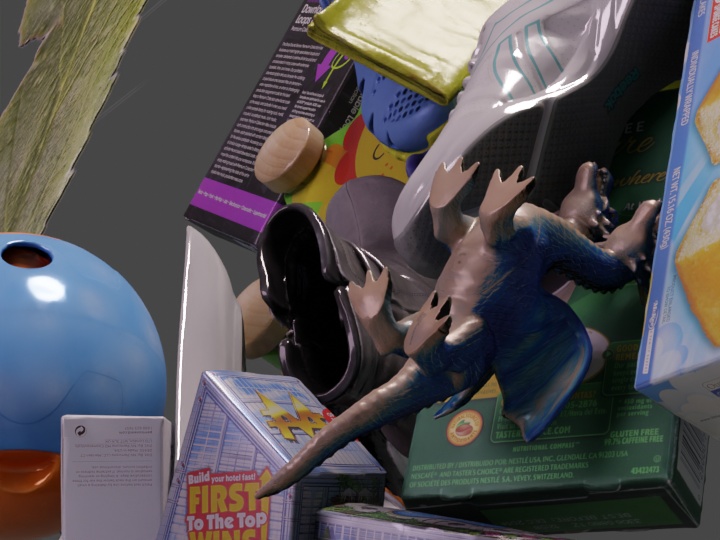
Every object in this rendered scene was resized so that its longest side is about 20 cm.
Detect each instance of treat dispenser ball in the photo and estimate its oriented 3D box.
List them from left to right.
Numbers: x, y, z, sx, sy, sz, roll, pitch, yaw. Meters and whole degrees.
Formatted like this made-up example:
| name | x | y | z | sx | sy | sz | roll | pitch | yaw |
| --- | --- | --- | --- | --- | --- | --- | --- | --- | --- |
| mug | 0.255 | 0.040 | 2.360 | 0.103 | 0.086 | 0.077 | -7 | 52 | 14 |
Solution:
| name | x | y | z | sx | sy | sz | roll | pitch | yaw |
| --- | --- | --- | --- | --- | --- | --- | --- | --- | --- |
| treat dispenser ball | -0.227 | 0.075 | 1.117 | 0.201 | 0.200 | 0.201 | -42 | 30 | 32 |

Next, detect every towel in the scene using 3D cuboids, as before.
| name | x | y | z | sx | sy | sz | roll | pitch | yaw |
| --- | --- | --- | --- | --- | --- | --- | --- | --- | --- |
| towel | 0.053 | -0.160 | 0.921 | 0.200 | 0.086 | 0.018 | -51 | -17 | -44 |

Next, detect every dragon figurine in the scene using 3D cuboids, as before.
| name | x | y | z | sx | sy | sz | roll | pitch | yaw |
| --- | --- | --- | --- | --- | --- | --- | --- | --- | --- |
| dragon figurine | 0.049 | 0.026 | 0.653 | 0.059 | 0.099 | 0.200 | 10 | 60 | 49 |

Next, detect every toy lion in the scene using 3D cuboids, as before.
| name | x | y | z | sx | sy | sz | roll | pitch | yaw |
| --- | --- | --- | --- | --- | --- | --- | --- | --- | --- |
| toy lion | 0.019 | -0.047 | 0.976 | 0.191 | 0.069 | 0.201 | -27 | 39 | 37 |

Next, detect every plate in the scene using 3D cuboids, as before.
| name | x | y | z | sx | sy | sz | roll | pitch | yaw |
| --- | --- | --- | --- | --- | --- | --- | --- | --- | --- |
| plate | -0.074 | 0.112 | 0.897 | 0.200 | 0.032 | 0.201 | -96 | 5 | -51 |

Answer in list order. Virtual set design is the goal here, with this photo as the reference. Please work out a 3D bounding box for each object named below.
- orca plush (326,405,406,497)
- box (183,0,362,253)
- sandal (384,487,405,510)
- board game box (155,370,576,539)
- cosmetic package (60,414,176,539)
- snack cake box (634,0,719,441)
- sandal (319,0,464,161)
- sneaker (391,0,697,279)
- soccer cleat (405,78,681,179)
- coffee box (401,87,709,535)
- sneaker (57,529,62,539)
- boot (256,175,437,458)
| name | x | y | z | sx | sy | sz | roll | pitch | yaw |
| --- | --- | --- | --- | --- | --- | --- | --- | --- | --- |
| orca plush | -0.026 | 0.111 | 0.862 | 0.105 | 0.071 | 0.201 | -45 | 29 | 29 |
| box | -0.037 | -0.106 | 1.162 | 0.201 | 0.036 | 0.143 | -62 | 26 | -3 |
| sandal | 0.006 | 0.137 | 0.734 | 0.206 | 0.059 | 0.079 | 22 | 83 | 48 |
| board game box | -0.016 | 0.143 | 0.673 | 0.199 | 0.062 | 0.201 | 2 | 85 | 39 |
| cosmetic package | -0.113 | 0.152 | 0.844 | 0.200 | 0.051 | 0.152 | 108 | 164 | -82 |
| snack cake box | 0.180 | -0.041 | 0.655 | 0.115 | 0.067 | 0.201 | -28 | 39 | 49 |
| sandal | 0.015 | -0.134 | 0.947 | 0.079 | 0.087 | 0.200 | -36 | 37 | 10 |
| sneaker | 0.076 | -0.073 | 0.743 | 0.080 | 0.071 | 0.200 | 19 | 60 | 47 |
| soccer cleat | 0.102 | -0.088 | 0.826 | 0.200 | 0.084 | 0.065 | -44 | 29 | 30 |
| coffee box | 0.094 | 0.016 | 0.734 | 0.122 | 0.044 | 0.201 | -9 | 52 | 29 |
| sneaker | -0.147 | 0.221 | 0.992 | 0.093 | 0.070 | 0.201 | 5 | 63 | 43 |
| boot | 0.000 | 0.000 | 0.823 | 0.070 | 0.132 | 0.200 | -38 | 44 | 15 |
